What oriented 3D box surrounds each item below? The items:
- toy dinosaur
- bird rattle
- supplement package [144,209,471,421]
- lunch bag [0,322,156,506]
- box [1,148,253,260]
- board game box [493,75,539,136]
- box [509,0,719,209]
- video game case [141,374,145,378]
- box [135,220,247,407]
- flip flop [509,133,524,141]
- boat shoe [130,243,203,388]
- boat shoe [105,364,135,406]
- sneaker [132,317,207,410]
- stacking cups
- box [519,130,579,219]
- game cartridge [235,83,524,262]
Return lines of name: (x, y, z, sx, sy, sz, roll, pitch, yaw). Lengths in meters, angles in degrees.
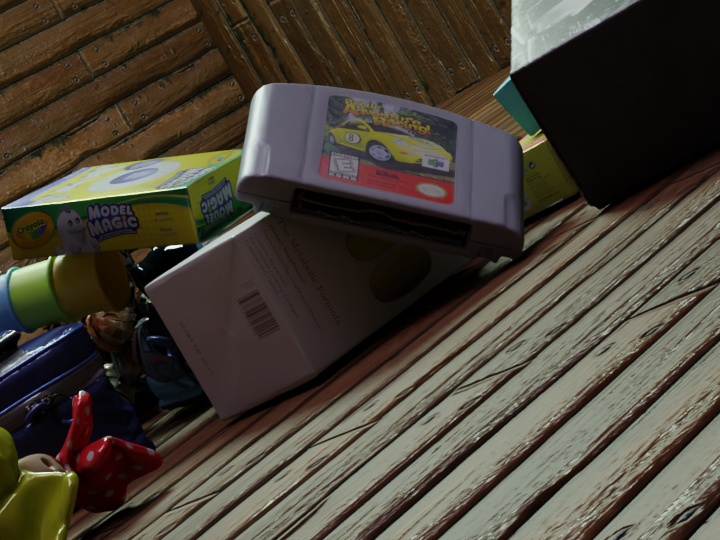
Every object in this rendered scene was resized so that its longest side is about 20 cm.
toy dinosaur: (-0.196, 0.030, 1.805, 0.102, 0.200, 0.137, -26, 48, 32)
bird rattle: (-0.225, 0.150, 1.387, 0.163, 0.113, 0.200, -46, -1, 11)
supplement package: (-0.034, 0.001, 1.578, 0.109, 0.114, 0.200, -27, 6, 44)
lunch bag: (-0.247, 0.112, 1.645, 0.135, 0.133, 0.200, -32, 5, -17)
box: (-0.156, -0.051, 1.663, 0.199, 0.049, 0.117, -3, 17, 29)
board game box: (0.202, -0.201, 1.720, 0.200, 0.047, 0.151, -42, 3, 24)
box: (0.215, -0.171, 1.534, 0.199, 0.124, 0.197, -29, 22, 17)
video game case: (-0.264, 0.122, 1.951, 0.182, 0.023, 0.200, -43, 13, -5)
box: (-0.177, 0.049, 2.067, 0.194, 0.047, 0.200, -55, 16, -27)
flip flop: (0.074, -0.066, 1.728, 0.057, 0.082, 0.200, 16, 23, 21)
boat shoe: (-0.126, 0.047, 1.672, 0.068, 0.085, 0.200, -22, 28, -6)
boat shoe: (-0.275, 0.120, 1.839, 0.198, 0.072, 0.062, -5, 39, 15)
sneaker: (-0.092, 0.026, 1.775, 0.199, 0.096, 0.079, -33, 7, -20)
stacking cups: (-0.279, 0.032, 1.734, 0.199, 0.061, 0.061, -19, 9, 18)
box: (0.158, -0.092, 1.732, 0.075, 0.050, 0.200, -27, 7, 30)
game cartridge: (0.017, -0.072, 1.539, 0.133, 0.198, 0.041, -87, 10, -57)
